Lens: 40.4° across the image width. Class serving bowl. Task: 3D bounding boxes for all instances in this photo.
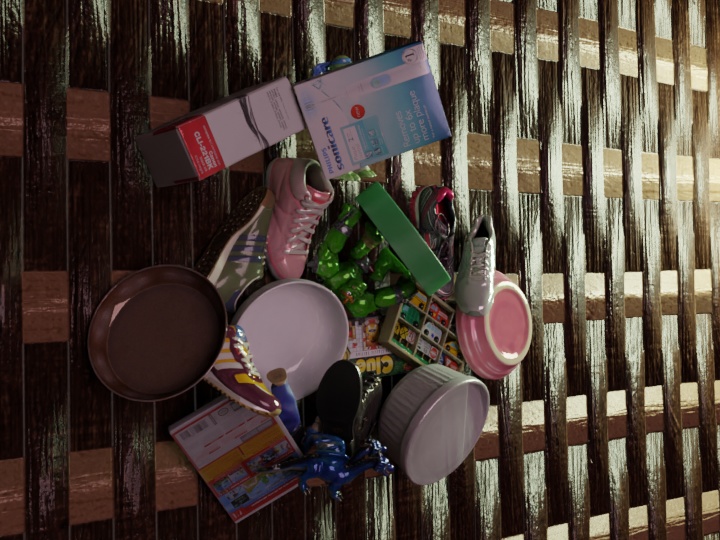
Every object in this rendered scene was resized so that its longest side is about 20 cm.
[{"bbox_3d":[-0.119,0.101,1.501,0.199,0.066,0.201,-11,114,-26],"label":"serving bowl"}]

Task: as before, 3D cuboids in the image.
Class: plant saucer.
[{"bbox_3d":[-0.277,0.089,1.355,0.201,0.199,0.035,-64,161,-19],"label":"plant saucer"},{"bbox_3d":[0.250,0.097,1.774,0.200,0.051,0.202,9,77,-47],"label":"plant saucer"}]

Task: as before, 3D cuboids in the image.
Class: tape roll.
[{"bbox_3d":[0.069,-0.051,1.581,0.048,0.200,0.201,-36,113,2],"label":"tape roll"}]

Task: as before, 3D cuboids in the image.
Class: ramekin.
[{"bbox_3d":[0.116,0.248,1.630,0.202,0.094,0.203,-27,132,-34],"label":"ramekin"}]

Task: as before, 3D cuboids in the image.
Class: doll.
[{"bbox_3d":[-0.117,0.249,1.494,0.136,0.048,0.201,-21,119,-20],"label":"doll"}]

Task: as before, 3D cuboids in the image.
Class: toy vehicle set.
[{"bbox_3d":[0.117,0.110,1.691,0.200,0.026,0.125,36,63,-38],"label":"toy vehicle set"}]

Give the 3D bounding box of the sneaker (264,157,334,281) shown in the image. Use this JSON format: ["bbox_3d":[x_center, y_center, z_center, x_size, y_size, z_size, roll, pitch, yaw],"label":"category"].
[{"bbox_3d":[-0.095,-0.080,1.515,0.075,0.104,0.201,1,88,-47],"label":"sneaker"}]

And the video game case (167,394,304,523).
[{"bbox_3d":[-0.172,0.268,1.445,0.143,0.017,0.200,-30,118,-4],"label":"video game case"}]

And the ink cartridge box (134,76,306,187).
[{"bbox_3d":[-0.201,-0.201,1.419,0.200,0.144,0.084,-33,108,-32],"label":"ink cartridge box"}]

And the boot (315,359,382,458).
[{"bbox_3d":[-0.009,0.203,1.545,0.174,0.069,0.201,-44,143,-62],"label":"boot"}]

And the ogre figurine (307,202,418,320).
[{"bbox_3d":[0.000,0.000,1.571,0.120,0.098,0.200,-42,140,-2],"label":"ogre figurine"}]

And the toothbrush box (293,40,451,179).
[{"bbox_3d":[0.016,-0.239,1.450,0.199,0.085,0.147,-18,103,1],"label":"toothbrush box"}]

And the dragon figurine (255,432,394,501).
[{"bbox_3d":[-0.052,0.277,1.440,0.199,0.059,0.100,19,109,-18],"label":"dragon figurine"}]

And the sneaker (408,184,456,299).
[{"bbox_3d":[0.132,-0.048,1.700,0.080,0.075,0.201,-12,97,-36],"label":"sneaker"}]

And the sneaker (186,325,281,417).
[{"bbox_3d":[-0.178,0.126,1.373,0.090,0.200,0.075,-55,160,-8],"label":"sneaker"}]

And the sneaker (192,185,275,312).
[{"bbox_3d":[-0.177,-0.026,1.486,0.090,0.067,0.201,48,62,-34],"label":"sneaker"}]

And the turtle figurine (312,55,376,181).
[{"bbox_3d":[0.016,-0.243,1.566,0.199,0.144,0.195,1,104,-6],"label":"turtle figurine"}]

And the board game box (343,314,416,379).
[{"bbox_3d":[0.014,0.128,1.642,0.199,0.023,0.105,-5,93,-36],"label":"board game box"}]

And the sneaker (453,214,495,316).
[{"bbox_3d":[0.202,-0.011,1.712,0.080,0.070,0.201,86,10,-53],"label":"sneaker"}]
